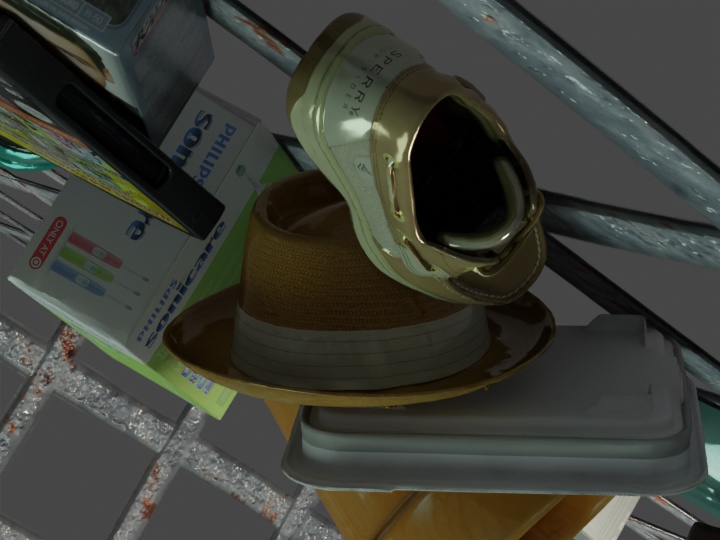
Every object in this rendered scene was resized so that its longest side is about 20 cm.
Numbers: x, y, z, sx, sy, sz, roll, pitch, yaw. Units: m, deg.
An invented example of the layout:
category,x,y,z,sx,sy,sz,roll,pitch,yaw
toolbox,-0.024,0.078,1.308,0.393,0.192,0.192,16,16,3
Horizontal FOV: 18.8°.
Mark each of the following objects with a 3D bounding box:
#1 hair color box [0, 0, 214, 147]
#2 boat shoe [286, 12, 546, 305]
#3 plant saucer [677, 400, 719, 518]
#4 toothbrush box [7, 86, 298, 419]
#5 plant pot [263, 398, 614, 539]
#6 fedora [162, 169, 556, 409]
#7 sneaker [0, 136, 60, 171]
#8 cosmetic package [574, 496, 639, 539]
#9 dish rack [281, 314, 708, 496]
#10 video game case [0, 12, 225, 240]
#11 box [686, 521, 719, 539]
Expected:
category,x,y,z,sx,sy,sz,roll,pitch,yaw
hair color box,-0.125,-0.120,0.969,0.099,0.061,0.200,31,172,4
boat shoe,0.037,-0.029,0.892,0.066,0.074,0.200,32,174,34
plant saucer,0.221,0.123,1.315,0.200,0.036,0.200,30,173,4
toothbrush box,-0.102,-0.012,1.260,0.086,0.146,0.200,29,173,16
plant pot,0.043,0.085,1.227,0.183,0.200,0.200,47,176,15
fedora,0.000,0.000,1.030,0.200,0.082,0.201,0,-163,0
sneaker,-0.223,-0.123,1.270,0.200,0.084,0.121,29,163,2
cosmetic package,0.119,0.115,1.472,0.107,0.090,0.200,27,169,28
dish rack,0.067,0.058,1.057,0.199,0.044,0.172,1,-163,5
video game case,-0.180,-0.096,1.031,0.200,0.026,0.181,27,170,37
box,0.293,0.264,1.289,0.199,0.165,0.166,9,166,34
